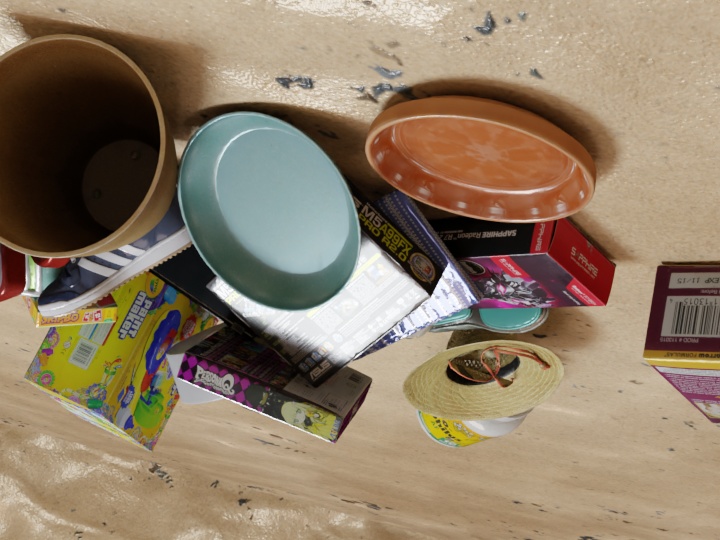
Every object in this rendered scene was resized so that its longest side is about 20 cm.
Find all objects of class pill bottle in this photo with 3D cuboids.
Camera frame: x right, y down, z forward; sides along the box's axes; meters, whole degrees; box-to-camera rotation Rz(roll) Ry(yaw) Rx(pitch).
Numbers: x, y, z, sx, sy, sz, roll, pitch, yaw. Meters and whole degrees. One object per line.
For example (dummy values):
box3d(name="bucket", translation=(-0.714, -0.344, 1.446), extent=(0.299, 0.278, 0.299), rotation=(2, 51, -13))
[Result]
box3d(name="pill bottle", translation=(0.155, 0.166, 1.668), extent=(0.111, 0.114, 0.200), rotation=(19, 161, -14))

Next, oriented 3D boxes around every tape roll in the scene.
box3d(name="tape roll", translation=(-0.140, 0.100, 1.593), extent=(0.198, 0.067, 0.200), rotation=(-19, -173, 2))

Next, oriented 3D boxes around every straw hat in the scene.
box3d(name="straw hat", translation=(0.143, 0.095, 1.501), extent=(0.198, 0.086, 0.202), rotation=(-2, 148, -1))

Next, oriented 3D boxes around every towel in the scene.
box3d(name="towel", translation=(0.011, 0.008, 1.285), extent=(0.199, 0.024, 0.145), rotation=(-26, 110, 37))

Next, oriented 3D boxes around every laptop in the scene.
box3d(name="laptop", translation=(-0.165, -0.023, 1.432), extent=(0.186, 0.117, 0.200), rotation=(34, -171, 1))

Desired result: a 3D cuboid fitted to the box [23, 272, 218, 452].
box3d(name="box", translation=(-0.301, 0.099, 1.641), extent=(0.121, 0.202, 0.193), rotation=(21, 165, 17))

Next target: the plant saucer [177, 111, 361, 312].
box3d(name="plant saucer", translation=(-0.079, -0.058, 1.186), extent=(0.198, 0.036, 0.202), rotation=(15, 124, 24))

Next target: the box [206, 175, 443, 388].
box3d(name="box", translation=(-0.038, 0.009, 1.265), extent=(0.160, 0.044, 0.200), rotation=(43, 130, -7))

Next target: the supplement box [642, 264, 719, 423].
box3d(name="supplement box", translation=(0.382, 0.078, 1.266), extent=(0.130, 0.105, 0.200), rotation=(0, 156, 36))

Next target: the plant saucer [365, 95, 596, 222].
box3d(name="plant saucer", translation=(0.103, -0.096, 1.086), extent=(0.197, 0.033, 0.201), rotation=(12, 162, 4))

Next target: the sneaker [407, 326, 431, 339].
box3d(name="sneaker", translation=(0.000, 0.000, 1.402), extent=(0.198, 0.078, 0.080), rotation=(20, 128, 2))

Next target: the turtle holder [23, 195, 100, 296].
box3d(name="turtle holder", translation=(-0.345, -0.036, 1.409), extent=(0.139, 0.134, 0.186), rotation=(4, 176, 6))

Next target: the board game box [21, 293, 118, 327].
box3d(name="board game box", translation=(-0.362, -0.002, 1.501), extent=(0.094, 0.030, 0.200), rotation=(-3, -148, -31))

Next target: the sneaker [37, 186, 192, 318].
box3d(name="sneaker", translation=(-0.267, -0.039, 1.316), extent=(0.109, 0.198, 0.070), rotation=(59, -175, -20))

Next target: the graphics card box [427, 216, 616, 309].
box3d(name="graphics card box", translation=(0.140, -0.008, 1.281), extent=(0.198, 0.051, 0.125), rotation=(-1, 155, 40))

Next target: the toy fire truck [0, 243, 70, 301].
box3d(name="toy fire truck", translation=(-0.373, -0.067, 1.272), extent=(0.111, 0.203, 0.167), rotation=(1, 170, -40))

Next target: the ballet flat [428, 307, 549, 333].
box3d(name="ballet flat", translation=(0.140, 0.034, 1.407), extent=(0.063, 0.068, 0.198), rotation=(-7, -178, -45))

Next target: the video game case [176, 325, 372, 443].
box3d(name="video game case", translation=(-0.087, 0.116, 1.383), extent=(0.179, 0.036, 0.200), rotation=(22, -170, 5))

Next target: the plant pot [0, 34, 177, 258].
box3d(name="plant pot", translation=(-0.241, -0.095, 1.155), extent=(0.184, 0.189, 0.200), rotation=(11, 176, 7))
